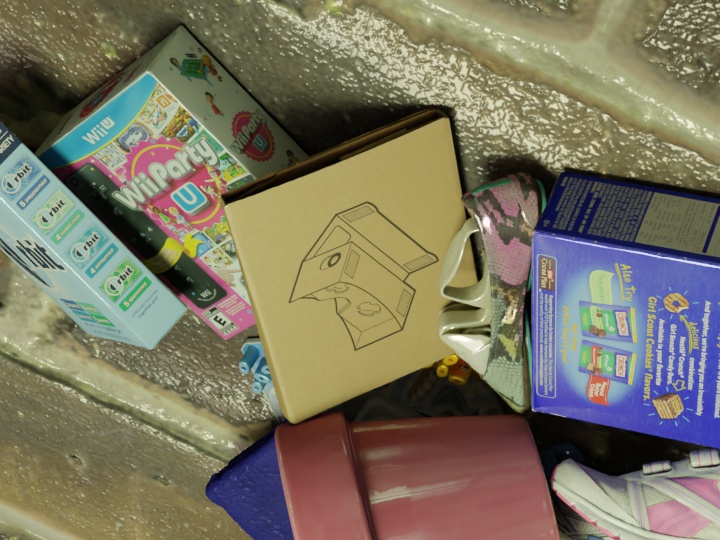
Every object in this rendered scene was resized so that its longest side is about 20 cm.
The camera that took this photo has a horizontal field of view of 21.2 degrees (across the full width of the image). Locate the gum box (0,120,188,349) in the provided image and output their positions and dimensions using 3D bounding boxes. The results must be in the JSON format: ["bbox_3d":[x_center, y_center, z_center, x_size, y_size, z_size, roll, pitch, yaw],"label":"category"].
[{"bbox_3d":[-0.234,-0.029,1.427,0.200,0.045,0.170,46,165,-18],"label":"gum box"}]

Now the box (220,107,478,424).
[{"bbox_3d":[0.000,0.000,1.335,0.163,0.021,0.200,-23,130,-13],"label":"box"}]

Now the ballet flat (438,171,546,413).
[{"bbox_3d":[0.089,0.018,1.342,0.071,0.069,0.200,-6,129,-5],"label":"ballet flat"}]

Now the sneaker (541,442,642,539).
[{"bbox_3d":[0.199,0.190,1.416,0.200,0.077,0.085,27,128,39],"label":"sneaker"}]

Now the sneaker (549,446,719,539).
[{"bbox_3d":[0.232,0.161,1.340,0.200,0.088,0.081,17,174,10],"label":"sneaker"}]

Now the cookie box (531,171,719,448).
[{"bbox_3d":[0.220,0.034,1.294,0.200,0.075,0.171,12,134,17],"label":"cookie box"}]

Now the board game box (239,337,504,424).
[{"bbox_3d":[0.023,0.132,1.517,0.200,0.026,0.200,-4,128,29],"label":"board game box"}]

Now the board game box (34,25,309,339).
[{"bbox_3d":[-0.113,-0.058,1.383,0.200,0.064,0.148,45,133,-16],"label":"board game box"}]

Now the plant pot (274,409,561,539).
[{"bbox_3d":[0.047,0.186,1.393,0.179,0.200,0.200,-15,128,-1],"label":"plant pot"}]

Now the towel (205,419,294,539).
[{"bbox_3d":[-0.011,0.198,1.547,0.200,0.050,0.148,41,129,-14],"label":"towel"}]
